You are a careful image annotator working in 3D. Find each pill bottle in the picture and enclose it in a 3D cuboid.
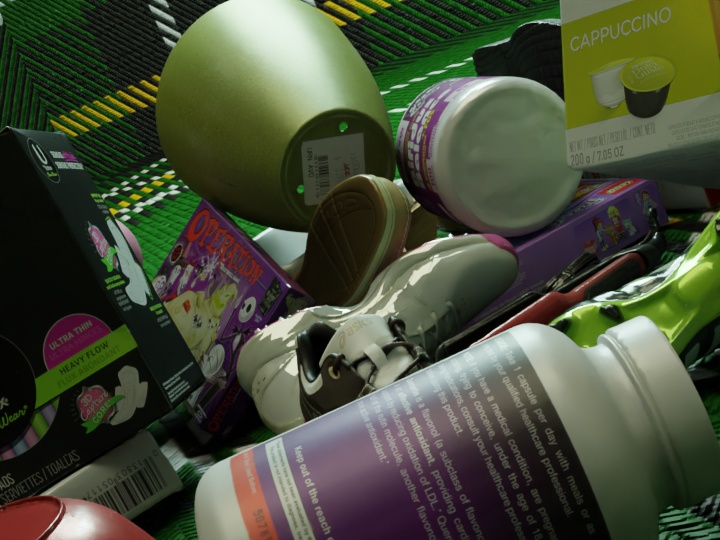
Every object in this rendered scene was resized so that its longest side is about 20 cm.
[{"bbox_3d":[0.087,-0.091,1.047,0.111,0.113,0.200,-25,11,-7],"label":"pill bottle"},{"bbox_3d":[0.040,0.095,0.553,0.198,0.114,0.112,-24,12,-1],"label":"pill bottle"}]

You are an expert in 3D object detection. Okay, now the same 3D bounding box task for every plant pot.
[{"bbox_3d":[-0.051,-0.105,1.085,0.185,0.189,0.200,-26,28,-10],"label":"plant pot"}]

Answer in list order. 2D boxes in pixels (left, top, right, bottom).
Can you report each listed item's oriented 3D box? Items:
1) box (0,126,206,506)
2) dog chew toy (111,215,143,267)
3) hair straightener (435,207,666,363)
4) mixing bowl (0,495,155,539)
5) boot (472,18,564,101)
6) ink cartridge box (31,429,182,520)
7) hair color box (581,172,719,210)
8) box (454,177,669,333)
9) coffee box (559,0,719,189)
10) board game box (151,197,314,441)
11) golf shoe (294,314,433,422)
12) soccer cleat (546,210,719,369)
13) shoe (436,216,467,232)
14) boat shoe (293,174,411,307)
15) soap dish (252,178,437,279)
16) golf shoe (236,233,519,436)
[{"bbox_3d":[-0.218,0.030,0.891,0.147,0.202,0.124,-30,1,5],"label":"box"},{"bbox_3d":[-0.210,0.046,1.018,0.123,0.202,0.125,11,29,-6],"label":"dog chew toy"},{"bbox_3d":[0.122,0.015,0.884,0.199,0.041,0.077,-37,16,-26],"label":"hair straightener"},{"bbox_3d":[-0.151,0.171,0.608,0.198,0.110,0.200,-22,12,5],"label":"mixing bowl"},{"bbox_3d":[0.180,-0.180,1.079,0.129,0.069,0.200,-23,13,-16],"label":"boot"},{"bbox_3d":[-0.221,0.177,0.900,0.162,0.057,0.200,-32,-3,-31],"label":"ink cartridge box"},{"bbox_3d":[0.209,-0.101,1.075,0.061,0.103,0.199,-30,14,-25],"label":"hair color box"},{"bbox_3d":[0.112,-0.011,1.025,0.198,0.039,0.137,-28,12,-18],"label":"box"},{"bbox_3d":[0.260,-0.166,0.863,0.198,0.201,0.198,3,-7,-39],"label":"coffee box"},{"bbox_3d":[-0.110,0.031,1.032,0.121,0.032,0.200,-54,32,3],"label":"board game box"},{"bbox_3d":[0.017,0.073,0.735,0.077,0.096,0.199,-29,15,-28],"label":"golf shoe"},{"bbox_3d":[0.164,0.030,0.723,0.199,0.068,0.081,-37,-33,8],"label":"soccer cleat"},{"bbox_3d":[0.081,-0.071,1.270,0.053,0.071,0.200,-15,6,17],"label":"shoe"},{"bbox_3d":[0.000,0.000,0.959,0.066,0.075,0.201,-9,-27,-25],"label":"boat shoe"},{"bbox_3d":[-0.038,0.003,1.149,0.156,0.082,0.200,-13,16,41],"label":"soap dish"},{"bbox_3d":[0.021,0.050,0.878,0.198,0.076,0.092,-29,48,-1],"label":"golf shoe"}]
